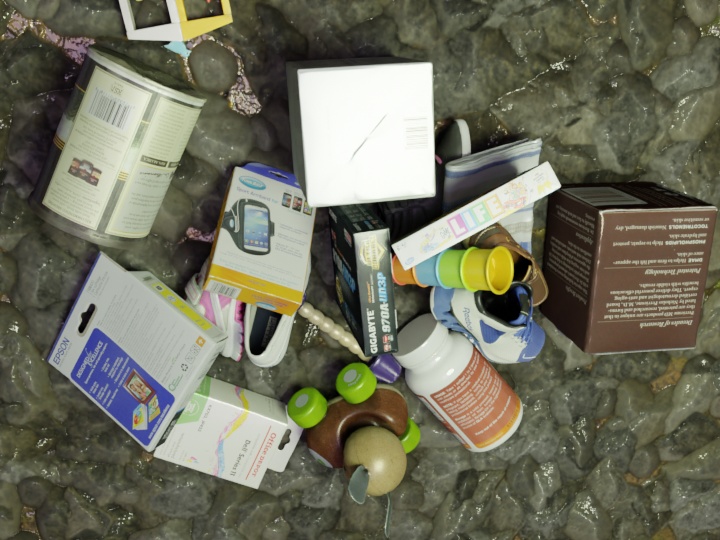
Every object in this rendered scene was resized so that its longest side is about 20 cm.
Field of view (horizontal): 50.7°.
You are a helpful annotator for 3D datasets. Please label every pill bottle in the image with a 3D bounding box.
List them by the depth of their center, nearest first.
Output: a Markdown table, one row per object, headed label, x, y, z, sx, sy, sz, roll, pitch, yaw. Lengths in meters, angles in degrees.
| label | x | y | z | sx | sy | sz | roll | pitch | yaw |
| --- | --- | --- | --- | --- | --- | --- | --- | --- | --- |
| pill bottle | 0.138 | 0.160 | 1.101 | 0.112 | 0.112 | 0.200 | -39 | 110 | 5 |

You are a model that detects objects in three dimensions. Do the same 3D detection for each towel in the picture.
| label | x | y | z | sx | sy | sz | roll | pitch | yaw |
| --- | --- | --- | --- | --- | --- | --- | --- | --- | --- |
| towel | 0.177 | -0.076 | 1.031 | 0.147 | 0.024 | 0.200 | -17 | 129 | -18 |

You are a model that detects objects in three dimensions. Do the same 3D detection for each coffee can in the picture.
| label | x | y | z | sx | sy | sz | roll | pitch | yaw |
| --- | --- | --- | --- | --- | --- | --- | --- | --- | --- |
| coffee can | -0.291 | -0.146 | 0.914 | 0.146 | 0.146 | 0.200 | 24 | 103 | -16 |

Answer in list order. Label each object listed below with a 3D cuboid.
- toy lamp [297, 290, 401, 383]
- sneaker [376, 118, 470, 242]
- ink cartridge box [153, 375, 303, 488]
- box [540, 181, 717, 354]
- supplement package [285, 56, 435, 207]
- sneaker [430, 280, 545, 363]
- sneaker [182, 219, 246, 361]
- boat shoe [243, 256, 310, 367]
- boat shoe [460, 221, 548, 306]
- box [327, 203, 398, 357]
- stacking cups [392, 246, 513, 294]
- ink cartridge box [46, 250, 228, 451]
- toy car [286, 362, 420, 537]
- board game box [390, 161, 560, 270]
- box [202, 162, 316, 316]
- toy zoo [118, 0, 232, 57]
| label | x | y | z | sx | sy | sz | roll | pitch | yaw |
| --- | --- | --- | --- | --- | --- | --- | --- | --- | --- |
| toy lamp | -0.025 | 0.094 | 1.085 | 0.200 | 0.058 | 0.058 | 40 | 98 | -16 |
| sneaker | 0.079 | -0.112 | 1.023 | 0.099 | 0.071 | 0.200 | 10 | 110 | -17 |
| ink cartridge box | -0.181 | 0.236 | 1.098 | 0.200 | 0.067 | 0.117 | 22 | 103 | -15 |
| box | 0.361 | -0.009 | 1.053 | 0.164 | 0.166 | 0.200 | -3 | 109 | -9 |
| supplement package | -0.006 | -0.177 | 0.920 | 0.150 | 0.200 | 0.152 | -6 | 108 | -8 |
| sneaker | 0.199 | 0.070 | 1.030 | 0.199 | 0.115 | 0.081 | 29 | 67 | -33 |
| sneaker | -0.194 | 0.023 | 1.020 | 0.088 | 0.081 | 0.200 | 5 | 101 | -4 |
| boat shoe | -0.110 | 0.026 | 1.000 | 0.073 | 0.065 | 0.200 | 4 | 76 | 6 |
| boat shoe | 0.207 | 0.001 | 1.045 | 0.072 | 0.068 | 0.200 | -42 | 133 | 7 |
| box | 0.000 | 0.000 | 0.980 | 0.046 | 0.200 | 0.159 | -8 | 109 | -9 |
| stacking cups | 0.103 | -0.005 | 1.002 | 0.060 | 0.200 | 0.061 | -4 | 95 | -45 |
| ink cartridge box | -0.302 | 0.106 | 1.017 | 0.200 | 0.047 | 0.198 | 39 | 112 | 13 |
| toy car | 0.001 | 0.261 | 1.042 | 0.158 | 0.200 | 0.164 | -29 | 124 | 13 |
| board game box | 0.132 | -0.065 | 0.920 | 0.200 | 0.134 | 0.034 | -28 | 92 | 3 |
| box | -0.123 | -0.048 | 0.974 | 0.119 | 0.200 | 0.041 | 19 | 141 | -17 |
| toy zoo | -0.233 | -0.361 | 0.919 | 0.131 | 0.020 | 0.200 | -12 | 110 | -5 |
